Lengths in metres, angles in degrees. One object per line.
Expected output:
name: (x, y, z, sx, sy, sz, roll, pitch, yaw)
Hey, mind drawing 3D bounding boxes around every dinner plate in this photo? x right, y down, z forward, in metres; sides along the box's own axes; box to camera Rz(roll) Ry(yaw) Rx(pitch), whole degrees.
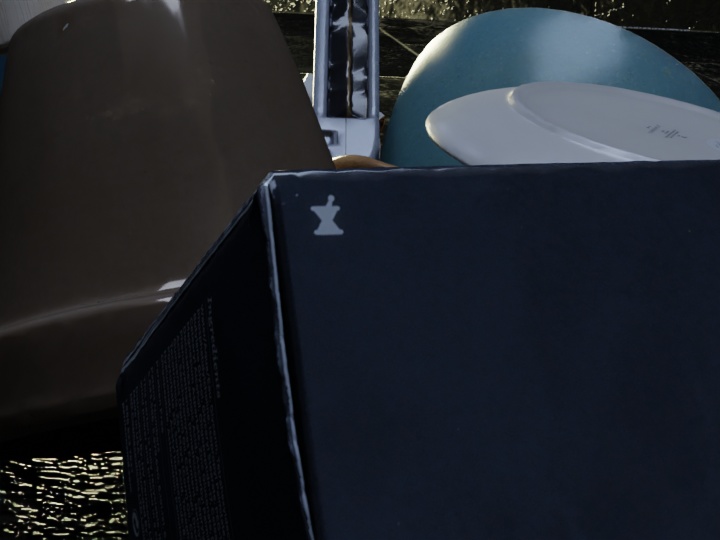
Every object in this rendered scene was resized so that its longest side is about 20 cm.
dinner plate: (0.127, -0.052, 0.942, 0.199, 0.024, 0.200, 12, 18, -4)

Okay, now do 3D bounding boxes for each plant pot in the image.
plant pot: (0.087, -0.013, 1.103, 0.199, 0.201, 0.135, 9, 47, 25)
plant pot: (-0.080, -0.020, 0.910, 0.199, 0.175, 0.200, -8, -9, -1)

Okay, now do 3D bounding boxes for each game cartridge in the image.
game cartridge: (-0.009, -0.071, 1.131, 0.041, 0.133, 0.200, -1, 46, 1)

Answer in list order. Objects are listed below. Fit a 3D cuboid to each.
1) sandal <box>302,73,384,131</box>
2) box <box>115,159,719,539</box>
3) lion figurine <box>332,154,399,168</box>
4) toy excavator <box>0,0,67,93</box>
sandal: (-0.047, -0.089, 1.262, 0.206, 0.059, 0.079, 15, -2, -11)
box: (0.044, 0.054, 0.676, 0.199, 0.124, 0.197, -3, -19, -19)
lion figurine: (0.000, 0.000, 1.004, 0.122, 0.200, 0.072, 31, 42, 17)
toy excavator: (-0.186, -0.111, 1.045, 0.199, 0.100, 0.194, -18, 2, 29)
